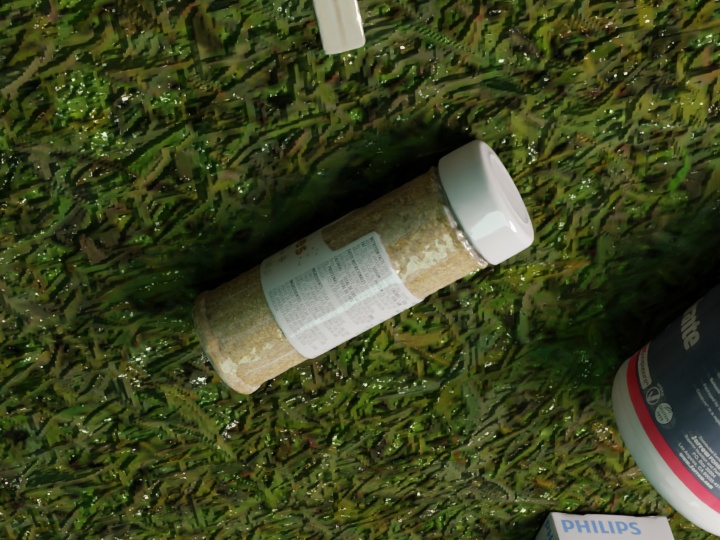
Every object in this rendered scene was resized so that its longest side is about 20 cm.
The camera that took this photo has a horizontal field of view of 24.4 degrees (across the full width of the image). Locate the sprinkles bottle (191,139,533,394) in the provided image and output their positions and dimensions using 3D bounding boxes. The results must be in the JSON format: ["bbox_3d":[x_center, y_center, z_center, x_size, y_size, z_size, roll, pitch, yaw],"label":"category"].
[{"bbox_3d":[0.000,0.000,0.966,0.199,0.069,0.068,-29,136,15],"label":"sprinkles bottle"}]

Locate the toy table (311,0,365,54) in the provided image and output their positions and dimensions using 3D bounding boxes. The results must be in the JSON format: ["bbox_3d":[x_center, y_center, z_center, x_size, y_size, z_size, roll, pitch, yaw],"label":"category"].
[{"bbox_3d":[-0.030,-0.196,0.713,0.183,0.118,0.200,-22,137,8],"label":"toy table"}]

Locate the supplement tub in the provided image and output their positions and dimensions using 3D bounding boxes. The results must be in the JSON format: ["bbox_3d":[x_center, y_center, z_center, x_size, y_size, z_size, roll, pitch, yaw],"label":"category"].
[{"bbox_3d":[0.271,0.063,1.056,0.140,0.141,0.200,24,126,-35],"label":"supplement tub"}]

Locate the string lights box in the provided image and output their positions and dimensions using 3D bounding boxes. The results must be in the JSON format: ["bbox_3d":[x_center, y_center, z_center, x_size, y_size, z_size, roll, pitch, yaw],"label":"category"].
[{"bbox_3d":[0.165,0.273,1.312,0.102,0.059,0.201,4,134,-18],"label":"string lights box"}]
